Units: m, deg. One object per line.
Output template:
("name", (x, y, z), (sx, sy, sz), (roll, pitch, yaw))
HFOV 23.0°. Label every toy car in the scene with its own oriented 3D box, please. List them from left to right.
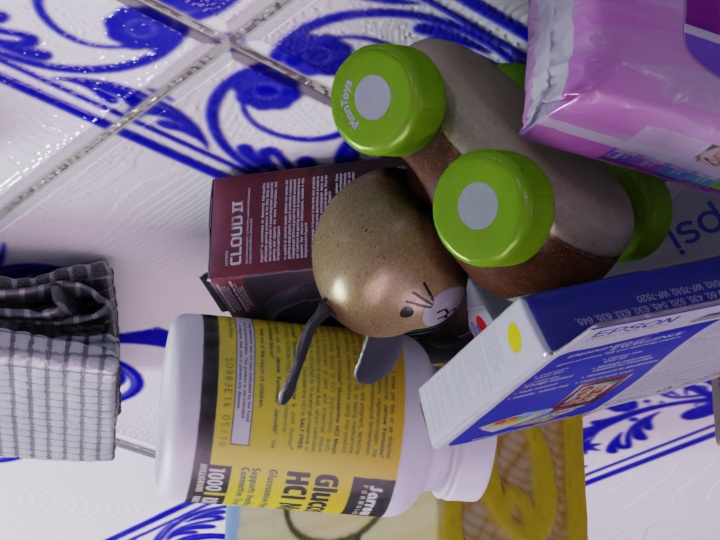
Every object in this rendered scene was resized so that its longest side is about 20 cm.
("toy car", (0.035, -0.003, 0.927), (0.164, 0.158, 0.201), (-2, 134, -56))

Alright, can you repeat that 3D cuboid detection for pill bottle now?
("pill bottle", (-0.022, 0.091, 1.076), (0.197, 0.114, 0.113), (6, 151, -9))

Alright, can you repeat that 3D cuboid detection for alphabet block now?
("alphabet block", (0.035, 0.166, 1.291), (0.199, 0.197, 0.196), (-21, 147, 33))

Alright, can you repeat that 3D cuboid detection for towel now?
("towel", (-0.246, 0.062, 1.226), (0.163, 0.086, 0.201), (5, 153, -5))

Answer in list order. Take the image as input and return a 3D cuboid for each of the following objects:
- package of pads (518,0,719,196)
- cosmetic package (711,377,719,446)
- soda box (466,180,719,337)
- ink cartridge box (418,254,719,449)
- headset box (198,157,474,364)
("package of pads", (0.174, -0.104, 0.868), (0.198, 0.122, 0.076), (13, 159, -22))
("cosmetic package", (0.317, 0.042, 1.152), (0.086, 0.104, 0.200), (13, 147, -18))
("soda box", (0.162, 0.002, 1.035), (0.198, 0.069, 0.064), (-24, 149, -9))
("ink cartridge box", (0.151, 0.027, 0.901), (0.196, 0.047, 0.200), (-10, 161, -24))
("headset box", (0.000, 0.000, 1.110), (0.198, 0.076, 0.149), (-6, 151, 11))
